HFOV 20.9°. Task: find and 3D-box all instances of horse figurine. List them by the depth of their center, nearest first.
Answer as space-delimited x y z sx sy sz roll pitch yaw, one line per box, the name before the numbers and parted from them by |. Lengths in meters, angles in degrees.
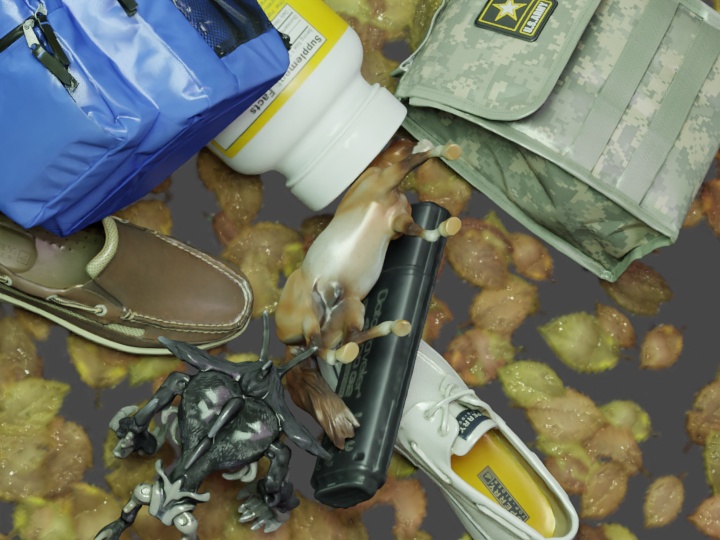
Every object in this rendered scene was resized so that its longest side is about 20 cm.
horse figurine | 0.000 0.000 1.127 0.050 0.133 0.200 31 78 -24

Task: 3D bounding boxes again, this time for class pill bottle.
pill bottle | -0.073 -0.131 1.170 0.200 0.112 0.112 42 65 -9

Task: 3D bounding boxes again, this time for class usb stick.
usb stick | 0.014 0.045 1.148 0.033 0.055 0.200 36 53 -29

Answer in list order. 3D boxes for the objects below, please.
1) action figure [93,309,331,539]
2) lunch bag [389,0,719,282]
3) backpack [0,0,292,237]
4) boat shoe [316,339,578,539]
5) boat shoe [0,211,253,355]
action figure | -0.095 0.115 1.099 0.119 0.102 0.200 36 87 2
lunch bag | 0.133 -0.121 1.255 0.200 0.118 0.164 33 66 -6
backpack | -0.163 -0.138 1.029 0.200 0.162 0.168 55 30 1
boat shoe | 0.056 0.097 1.186 0.071 0.070 0.200 -40 90 -27
boat shoe | -0.151 0.001 1.122 0.202 0.075 0.075 12 72 -20
